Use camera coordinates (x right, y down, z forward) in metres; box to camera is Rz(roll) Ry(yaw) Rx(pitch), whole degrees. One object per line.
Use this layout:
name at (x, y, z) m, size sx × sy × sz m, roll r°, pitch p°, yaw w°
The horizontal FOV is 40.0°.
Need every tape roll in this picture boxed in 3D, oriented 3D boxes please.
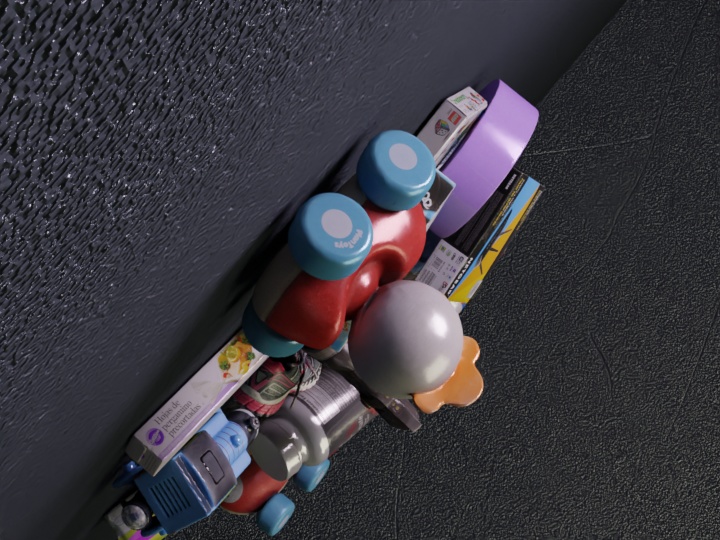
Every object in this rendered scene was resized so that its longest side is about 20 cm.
tape roll at (0.136, -0.140, 1.245) m, size 0.201 × 0.065 × 0.200 m, roll -52°, pitch -171°, yaw 11°

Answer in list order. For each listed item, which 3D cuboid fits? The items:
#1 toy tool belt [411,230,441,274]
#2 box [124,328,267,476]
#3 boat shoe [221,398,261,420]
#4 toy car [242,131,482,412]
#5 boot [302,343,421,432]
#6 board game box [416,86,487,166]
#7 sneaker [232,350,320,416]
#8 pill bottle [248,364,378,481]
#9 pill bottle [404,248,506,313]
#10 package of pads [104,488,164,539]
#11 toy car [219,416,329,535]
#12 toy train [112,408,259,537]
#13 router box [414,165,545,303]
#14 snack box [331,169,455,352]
toy tool belt at (0.100, -0.073, 1.398) m, size 0.200 × 0.124 × 0.123 m, roll -52°, pitch -177°, yaw 37°
box at (-0.151, 0.119, 0.986) m, size 0.200 × 0.039 × 0.042 m, roll -46°, pitch 175°, yaw -40°
boat shoe at (-0.152, 0.166, 1.385) m, size 0.202 × 0.064 × 0.075 m, roll -53°, pitch 164°, yaw -44°
toy car at (0.029, 0.029, 0.828) m, size 0.177 × 0.200 × 0.185 m, roll -46°, pitch 176°, yaw -35°
boot at (-0.015, 0.118, 1.217) m, size 0.069 × 0.174 × 0.200 m, roll -45°, pitch -156°, yaw -2°
board game box at (0.064, -0.119, 1.144) m, size 0.200 × 0.035 × 0.126 m, roll -51°, pitch 177°, yaw 23°
sneaker at (-0.093, 0.119, 1.293) m, size 0.075 × 0.080 × 0.200 m, roll -61°, pitch 174°, yaw 23°
pill bottle at (-0.060, 0.202, 1.384) m, size 0.199 × 0.111 × 0.111 m, roll -36°, pitch 170°, yaw -35°
pill bottle at (0.130, 0.005, 1.531) m, size 0.201 × 0.112 × 0.112 m, roll -53°, pitch 178°, yaw -14°
package of pads at (-0.241, 0.295, 1.297) m, size 0.154 × 0.068 × 0.200 m, roll -36°, pitch 175°, yaw -3°
toy car at (-0.150, 0.257, 1.482) m, size 0.177 × 0.184 × 0.201 m, roll -45°, pitch 163°, yaw -34°
toy train at (-0.176, 0.208, 1.051) m, size 0.114 × 0.087 × 0.200 m, roll -27°, pitch -175°, yaw 23°
router box at (0.168, -0.052, 1.364) m, size 0.201 × 0.051 × 0.149 m, roll -58°, pitch 160°, yaw 10°
snack box at (0.028, -0.012, 1.095) m, size 0.200 × 0.037 × 0.116 m, roll -53°, pitch 176°, yaw -31°
